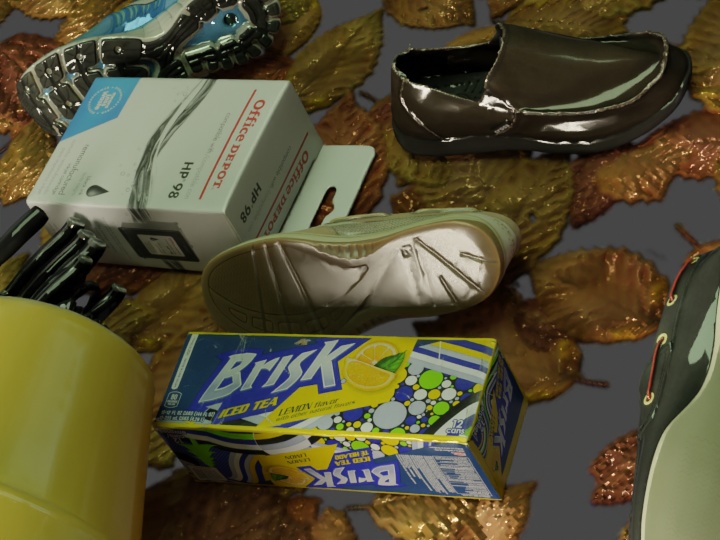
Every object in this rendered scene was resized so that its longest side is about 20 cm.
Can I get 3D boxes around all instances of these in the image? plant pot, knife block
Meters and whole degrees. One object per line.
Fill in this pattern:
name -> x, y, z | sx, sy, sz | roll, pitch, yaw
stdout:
plant pot -> -0.196, 0.126, 1.020 | 0.200, 0.201, 0.190 | -2, 54, 25
knife block -> -0.250, 0.046, 1.192 | 0.199, 0.064, 0.176 | -7, 62, 22

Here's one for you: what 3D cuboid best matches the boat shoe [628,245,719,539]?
boat shoe -> 0.181, 0.076, 0.982 | 0.063, 0.073, 0.202 | -24, 43, 60

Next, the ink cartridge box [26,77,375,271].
ink cartridge box -> -0.104, -0.064, 1.235 | 0.199, 0.067, 0.116 | 4, 53, 29

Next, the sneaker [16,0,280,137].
sneaker -> -0.151, -0.158, 1.353 | 0.199, 0.079, 0.090 | -23, 27, 2

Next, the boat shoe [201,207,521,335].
boat shoe -> 0.000, 0.000, 1.138 | 0.199, 0.073, 0.065 | -11, 12, 24

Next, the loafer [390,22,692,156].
loafer -> 0.105, -0.116, 1.172 | 0.199, 0.071, 0.073 | -8, 49, 21

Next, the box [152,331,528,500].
box -> -0.012, 0.081, 1.068 | 0.199, 0.064, 0.070 | 1, 53, 26
